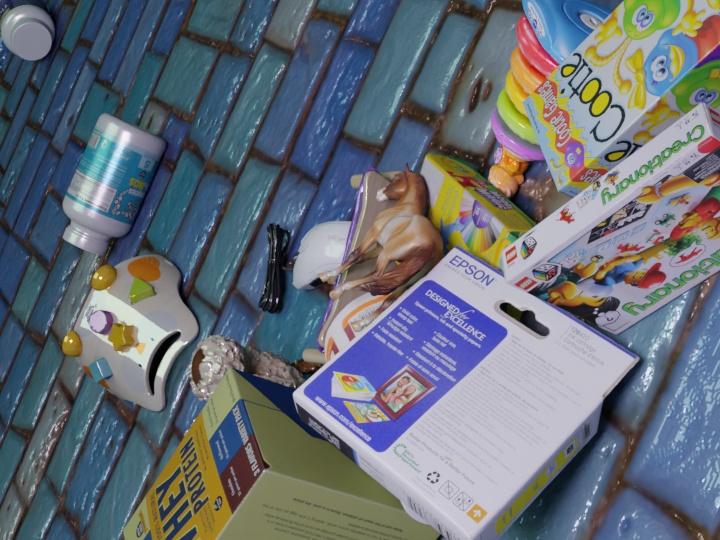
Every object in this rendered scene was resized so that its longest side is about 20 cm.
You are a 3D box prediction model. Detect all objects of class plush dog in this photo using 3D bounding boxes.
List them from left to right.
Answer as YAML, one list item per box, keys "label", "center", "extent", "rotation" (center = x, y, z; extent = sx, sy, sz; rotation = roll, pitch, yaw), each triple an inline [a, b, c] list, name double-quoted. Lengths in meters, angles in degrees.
- label: "plush dog"
  center: [-0.083, 0.169, 1.256]
  extent: [0.172, 0.159, 0.201]
  rotation: [55, 146, 38]

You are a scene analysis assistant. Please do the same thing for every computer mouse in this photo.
- label: "computer mouse"
  center: [-0.057, -0.018, 1.386]
  extent: [0.199, 0.044, 0.111]
  rotation: [-17, 56, 52]

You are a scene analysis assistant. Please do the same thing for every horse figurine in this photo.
- label: "horse figurine"
  center: [0.026, -0.018, 1.099]
  extent: [0.132, 0.050, 0.200]
  rotation: [-39, 19, 3]

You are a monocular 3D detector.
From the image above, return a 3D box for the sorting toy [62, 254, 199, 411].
- label: "sorting toy"
  center: [-0.291, 0.094, 1.648]
  extent: [0.179, 0.106, 0.202]
  rotation: [30, 97, 39]

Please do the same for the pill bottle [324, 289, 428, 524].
- label: "pill bottle"
  center: [0.048, 0.116, 1.078]
  extent: [0.115, 0.113, 0.201]
  rotation: [-54, 35, 20]

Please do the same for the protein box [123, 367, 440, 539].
- label: "protein box"
  center: [-0.071, 0.228, 1.099]
  extent: [0.201, 0.197, 0.135]
  rotation: [-55, 34, 20]

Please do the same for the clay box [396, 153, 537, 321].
- label: "clay box"
  center: [0.102, -0.014, 1.118]
  extent: [0.200, 0.047, 0.116]
  rotation: [51, 130, 53]

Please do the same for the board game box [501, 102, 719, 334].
- label: "board game box"
  center: [0.216, -0.031, 0.904]
  extent: [0.200, 0.125, 0.035]
  rotation: [-39, 41, 38]

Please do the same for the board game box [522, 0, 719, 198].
- label: "board game box"
  center: [0.238, -0.145, 0.954]
  extent: [0.200, 0.102, 0.106]
  rotation: [-45, 44, 33]

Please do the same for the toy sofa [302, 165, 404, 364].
- label: "toy sofa"
  center: [0.000, 0.000, 1.239]
  extent: [0.082, 0.097, 0.202]
  rotation: [1, 73, 56]

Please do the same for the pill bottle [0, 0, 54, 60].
- label: "pill bottle"
  center: [-0.703, -0.514, 2.596]
  extent: [0.112, 0.110, 0.200]
  rotation: [-57, 33, 16]

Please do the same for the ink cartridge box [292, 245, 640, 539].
- label: "ink cartridge box"
  center: [0.083, 0.096, 0.977]
  extent: [0.200, 0.047, 0.197]
  rotation: [-39, 52, -23]

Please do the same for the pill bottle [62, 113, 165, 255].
- label: "pill bottle"
  center: [-0.382, -0.128, 1.879]
  extent: [0.111, 0.110, 0.202]
  rotation: [31, 98, 58]

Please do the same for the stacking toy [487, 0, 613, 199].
- label: "stacking toy"
  center: [0.159, -0.141, 1.103]
  extent: [0.117, 0.109, 0.201]
  rotation: [-106, 33, -43]
